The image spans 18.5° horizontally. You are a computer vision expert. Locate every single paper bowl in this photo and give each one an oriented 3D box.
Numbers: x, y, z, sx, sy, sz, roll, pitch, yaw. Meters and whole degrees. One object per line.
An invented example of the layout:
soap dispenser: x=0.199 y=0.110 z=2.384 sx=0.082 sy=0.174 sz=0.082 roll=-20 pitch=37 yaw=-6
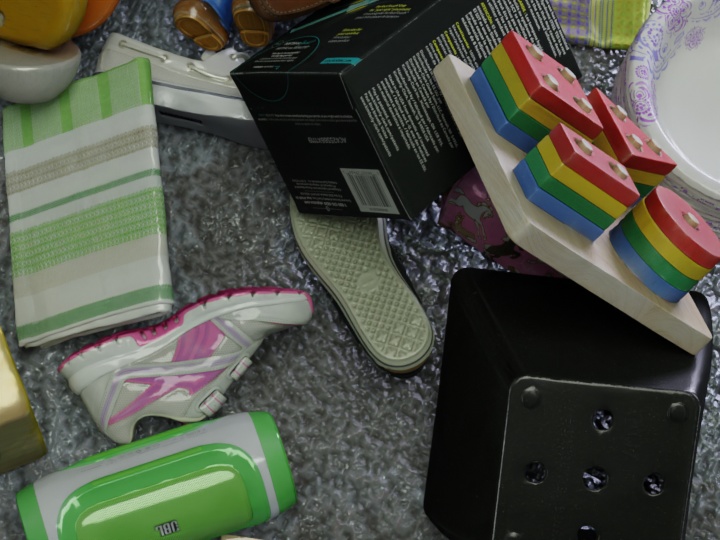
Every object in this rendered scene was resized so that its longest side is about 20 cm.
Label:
paper bowl: x=0.294 y=-0.118 z=1.739 sx=0.199 sy=0.105 sz=0.202 roll=4 pitch=65 yaw=-8

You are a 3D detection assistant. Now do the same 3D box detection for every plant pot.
plant pot: x=0.159 y=0.122 z=1.600 sx=0.197 sy=0.177 sz=0.202 roll=6 pitch=102 yaw=-4

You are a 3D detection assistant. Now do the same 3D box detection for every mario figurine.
mario figurine: x=-0.096 y=-0.278 z=1.740 sx=0.122 sy=0.106 sz=0.201 roll=15 pitch=58 yaw=-7

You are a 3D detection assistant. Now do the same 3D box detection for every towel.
towel: x=0.146 y=-0.258 z=1.815 sx=0.198 sy=0.023 sz=0.145 roll=11 pitch=74 yaw=-2
towel: x=-0.208 y=-0.049 z=1.694 sx=0.148 sy=0.031 sz=0.202 roll=-14 pitch=72 yaw=28

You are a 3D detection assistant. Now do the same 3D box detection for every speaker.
speaker: x=-0.151 y=0.170 z=1.645 sx=0.198 sy=0.089 sz=0.089 roll=-18 pitch=77 yaw=-8

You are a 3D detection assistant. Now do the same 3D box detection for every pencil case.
pencil case: x=0.160 y=-0.029 z=1.720 sx=0.199 sy=0.087 sz=0.083 roll=31 pitch=37 yaw=4

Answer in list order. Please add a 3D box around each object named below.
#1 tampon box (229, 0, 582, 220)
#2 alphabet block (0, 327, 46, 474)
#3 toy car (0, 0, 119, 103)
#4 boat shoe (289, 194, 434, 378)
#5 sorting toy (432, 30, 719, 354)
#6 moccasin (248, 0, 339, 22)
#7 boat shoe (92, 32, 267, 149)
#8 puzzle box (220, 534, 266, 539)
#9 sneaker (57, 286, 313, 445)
tampon box: x=0.036 y=-0.146 z=1.669 sx=0.200 sy=0.149 sz=0.127 roll=-39 pitch=115 yaw=-28
alphabet block: x=-0.357 y=0.067 z=1.602 sx=0.198 sy=0.195 sz=0.198 roll=-21 pitch=80 yaw=-9
toy car: x=-0.275 y=-0.237 z=1.714 sx=0.199 sy=0.150 sz=0.177 roll=16 pitch=117 yaw=24
boat shoe: x=0.000 y=0.000 z=1.717 sx=0.074 sy=0.062 sz=0.201 roll=-25 pitch=64 yaw=-6
sorting toy: x=0.166 y=-0.064 z=1.555 sx=0.070 sy=0.198 sz=0.201 roll=-45 pitch=38 yaw=20
moccasin: x=0.003 y=-0.244 z=1.665 sx=0.200 sy=0.078 sz=0.074 roll=-23 pitch=103 yaw=-24
boat shoe: x=-0.112 y=-0.146 z=1.743 sx=0.198 sy=0.071 sz=0.070 roll=12 pitch=77 yaw=5
puzzle box: x=-0.018 y=0.278 z=1.660 sx=0.198 sy=0.025 sz=0.134 roll=8 pitch=75 yaw=-3
sneaker: x=-0.125 y=0.071 z=1.679 sx=0.198 sy=0.081 sz=0.089 roll=-22 pitch=93 yaw=-1
